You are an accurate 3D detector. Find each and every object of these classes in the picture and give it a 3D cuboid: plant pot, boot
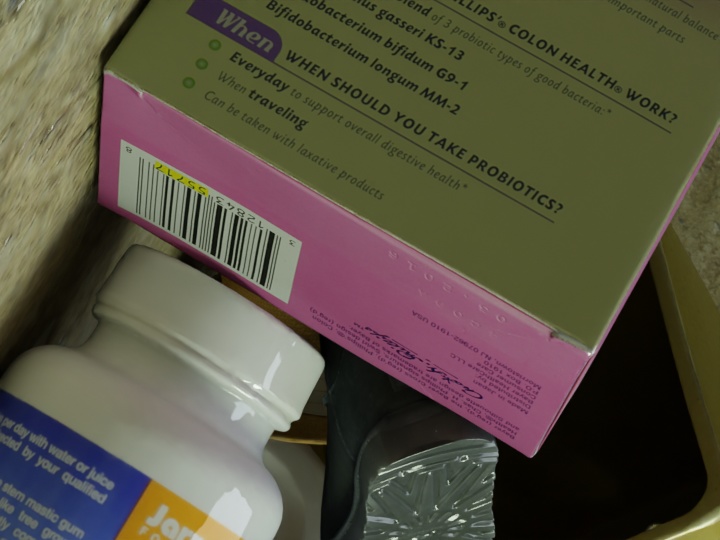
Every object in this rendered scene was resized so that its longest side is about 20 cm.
[{"bbox_3d":[0.109,0.114,1.065,0.193,0.200,0.197,-26,-133,19],"label":"plant pot"},{"bbox_3d":[-0.003,0.011,0.860,0.165,0.065,0.201,108,-31,-58],"label":"boot"}]

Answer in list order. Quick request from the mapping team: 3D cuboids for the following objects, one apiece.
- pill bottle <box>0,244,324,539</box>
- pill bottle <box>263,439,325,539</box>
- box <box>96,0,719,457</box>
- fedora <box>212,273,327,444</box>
[{"bbox_3d":[-0.096,0.097,0.771,0.201,0.112,0.112,-59,174,-9],"label":"pill bottle"},{"bbox_3d":[-0.091,0.151,1.032,0.112,0.112,0.200,-56,180,-38],"label":"pill bottle"},{"bbox_3d":[0.036,-0.075,0.753,0.201,0.175,0.097,-58,174,-24],"label":"box"},{"bbox_3d":[0.000,0.000,0.973,0.201,0.199,0.082,-53,138,-53],"label":"fedora"}]
